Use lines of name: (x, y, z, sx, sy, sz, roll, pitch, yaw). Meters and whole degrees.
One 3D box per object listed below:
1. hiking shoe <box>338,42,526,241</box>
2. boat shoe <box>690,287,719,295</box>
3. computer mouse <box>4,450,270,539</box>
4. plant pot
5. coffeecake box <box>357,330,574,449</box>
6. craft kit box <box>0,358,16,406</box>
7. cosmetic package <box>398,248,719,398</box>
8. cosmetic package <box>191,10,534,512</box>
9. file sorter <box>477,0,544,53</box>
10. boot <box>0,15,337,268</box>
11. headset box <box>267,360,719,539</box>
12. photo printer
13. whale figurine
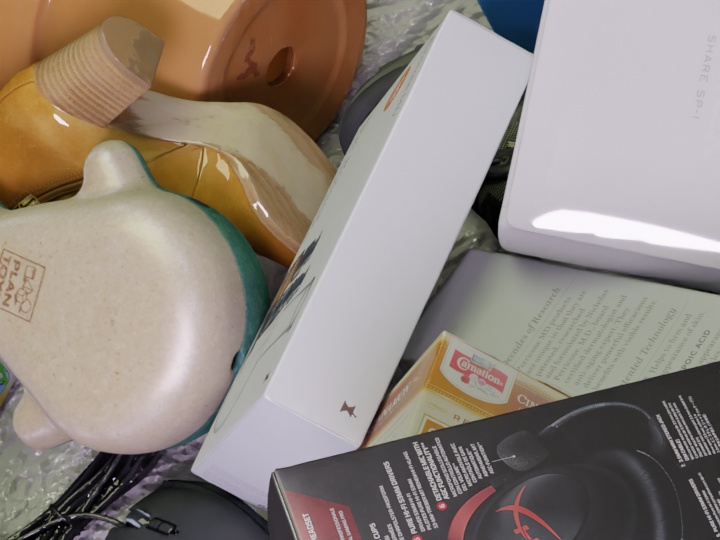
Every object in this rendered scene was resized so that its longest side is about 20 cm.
hiking shoe: (0.068, -0.060, 1.139, 0.200, 0.076, 0.101, -3, 44, 32)
boat shoe: (0.149, -0.059, 1.045, 0.064, 0.071, 0.200, -28, 62, 18)
computer mouse: (-0.111, 0.147, 1.064, 0.140, 0.046, 0.200, -43, 39, -15)
plant pot: (-0.091, -0.137, 1.258, 0.140, 0.200, 0.200, 30, 68, 30)
coffeecake box: (0.005, 0.148, 0.899, 0.154, 0.073, 0.200, -53, 12, 54)
craft kit box: (-0.262, 0.030, 1.173, 0.048, 0.200, 0.198, -1, 47, 34)
cosmetic package: (0.121, 0.061, 0.953, 0.200, 0.102, 0.074, 9, 53, 42)
cosmetic package: (0.000, 0.000, 1.022, 0.200, 0.052, 0.151, -65, 9, -23)
file sorter: (0.097, -0.224, 1.197, 0.139, 0.200, 0.123, -28, 36, 6)
boot: (-0.105, -0.037, 1.184, 0.144, 0.201, 0.071, -35, 24, 39)
headset box: (0.064, 0.125, 0.766, 0.200, 0.075, 0.149, -13, 51, -13)
photo printer: (0.170, -0.070, 0.952, 0.200, 0.069, 0.167, 12, 88, 8)
whale figurine: (-0.132, 0.012, 1.132, 0.200, 0.104, 0.159, 19, 98, 30)
